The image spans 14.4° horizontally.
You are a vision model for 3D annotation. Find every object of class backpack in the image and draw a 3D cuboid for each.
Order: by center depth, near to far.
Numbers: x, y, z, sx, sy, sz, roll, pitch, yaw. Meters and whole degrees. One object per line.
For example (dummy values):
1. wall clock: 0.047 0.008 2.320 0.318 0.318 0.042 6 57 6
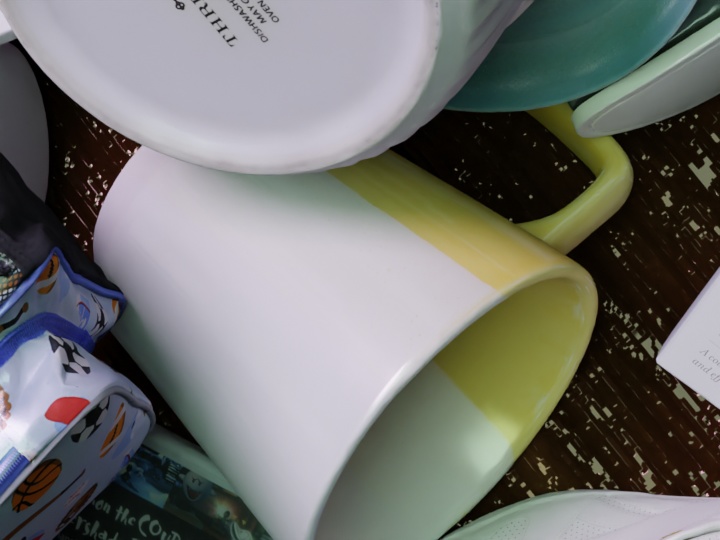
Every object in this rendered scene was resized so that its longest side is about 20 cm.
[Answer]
1. backpack: -0.170 0.051 0.956 0.190 0.200 0.154 -38 77 -2

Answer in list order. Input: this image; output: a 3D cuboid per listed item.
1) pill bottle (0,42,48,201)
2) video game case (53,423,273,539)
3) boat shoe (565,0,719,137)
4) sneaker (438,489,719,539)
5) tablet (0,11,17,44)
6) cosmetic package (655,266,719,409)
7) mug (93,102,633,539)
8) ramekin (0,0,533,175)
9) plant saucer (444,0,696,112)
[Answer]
1. pill bottle: -0.230 -0.044 1.123 0.200 0.112 0.112 -2 85 15
2. video game case: -0.121 0.141 1.126 0.200 0.023 0.182 27 94 17
3. boat shoe: 0.151 -0.122 1.042 0.200 0.073 0.062 -35 76 5
4. sneaker: 0.094 0.113 1.018 0.200 0.116 0.074 -11 85 17
5. tablet: -0.192 -0.154 1.113 0.130 0.014 0.200 -24 58 -15
6. cosmetic package: 0.225 0.029 0.975 0.200 0.052 0.151 36 117 5
7. mug: -0.006 0.008 1.061 0.153 0.186 0.150 41 130 23
8. ramekin: -0.034 -0.125 0.937 0.200 0.105 0.200 12 133 14
9. plant saucer: 0.029 -0.143 0.986 0.200 0.027 0.200 12 134 13
